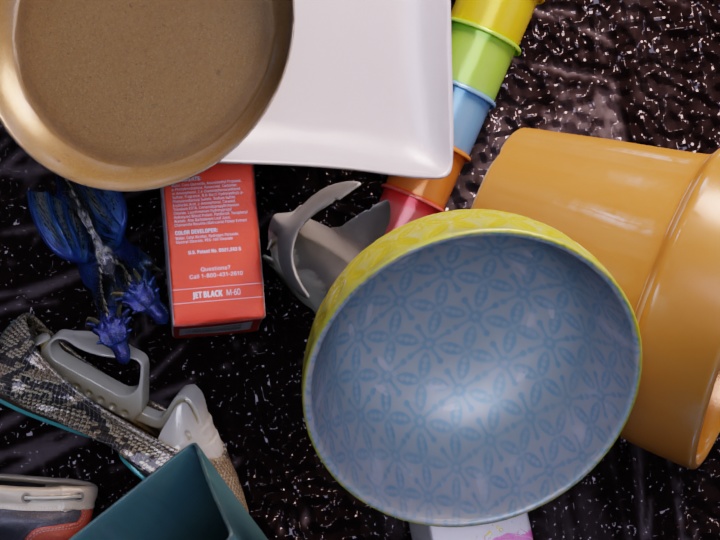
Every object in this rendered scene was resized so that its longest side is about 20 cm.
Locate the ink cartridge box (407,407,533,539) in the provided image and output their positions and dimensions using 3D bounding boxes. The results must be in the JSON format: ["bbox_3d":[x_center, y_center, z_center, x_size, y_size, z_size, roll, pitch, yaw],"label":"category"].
[{"bbox_3d":[0.074,0.194,1.408,0.067,0.117,0.202,-11,85,-6],"label":"ink cartridge box"}]

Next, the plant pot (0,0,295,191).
[{"bbox_3d":[-0.132,-0.146,1.317,0.198,0.027,0.202,-1,86,13],"label":"plant pot"}]

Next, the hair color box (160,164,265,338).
[{"bbox_3d":[-0.099,-0.062,1.428,0.063,0.111,0.202,-5,85,-5],"label":"hair color box"}]

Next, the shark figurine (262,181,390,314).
[{"bbox_3d":[-0.014,-0.016,1.397,0.089,0.215,0.128,-42,57,-5],"label":"shark figurine"}]

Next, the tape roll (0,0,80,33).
[{"bbox_3d":[-0.209,-0.240,1.423,0.201,0.139,0.205,0,86,-1],"label":"tape roll"}]

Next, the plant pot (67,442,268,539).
[{"bbox_3d":[-0.088,0.245,1.368,0.141,0.141,0.200,-37,113,1],"label":"plant pot"}]

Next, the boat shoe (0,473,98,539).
[{"bbox_3d":[-0.268,0.141,1.420,0.199,0.071,0.063,17,97,-6],"label":"boat shoe"}]

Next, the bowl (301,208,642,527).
[{"bbox_3d":[0.058,0.040,1.309,0.198,0.108,0.202,-4,119,-7],"label":"bowl"}]

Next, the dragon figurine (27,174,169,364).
[{"bbox_3d":[-0.177,-0.033,1.426,0.059,0.099,0.201,-27,80,-4],"label":"dragon figurine"}]

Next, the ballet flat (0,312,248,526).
[{"bbox_3d":[-0.148,0.090,1.430,0.199,0.068,0.076,30,108,3],"label":"ballet flat"}]

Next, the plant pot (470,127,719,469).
[{"bbox_3d":[0.164,-0.001,1.404,0.182,0.200,0.201,21,84,15],"label":"plant pot"}]

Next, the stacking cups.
[{"bbox_3d":[0.055,-0.103,1.464,0.060,0.061,0.201,25,85,0],"label":"stacking cups"}]

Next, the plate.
[{"bbox_3d":[-0.032,-0.161,1.389,0.198,0.032,0.202,2,85,-30],"label":"plate"}]
